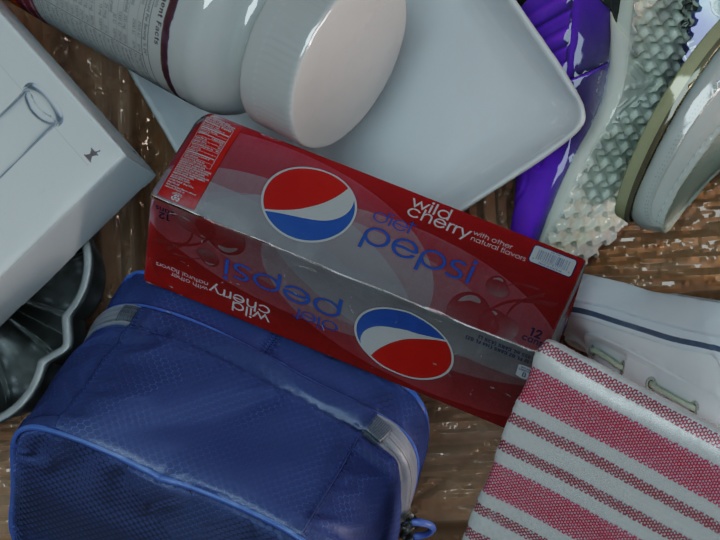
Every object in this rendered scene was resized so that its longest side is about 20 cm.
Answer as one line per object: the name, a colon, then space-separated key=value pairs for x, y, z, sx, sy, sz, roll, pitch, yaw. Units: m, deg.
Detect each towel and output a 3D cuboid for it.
towel: x=0.117 y=0.139 z=1.024 sx=0.146 sy=0.030 sz=0.201 roll=28 pitch=123 yaw=16

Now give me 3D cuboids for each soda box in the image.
soda box: x=0.000 y=0.000 z=1.067 sx=0.199 sy=0.070 sz=0.064 roll=23 pitch=54 yaw=8

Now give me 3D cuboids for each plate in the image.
plate: x=-0.007 y=-0.098 z=1.140 sx=0.199 sy=0.032 sz=0.200 roll=-37 pitch=73 yaw=21

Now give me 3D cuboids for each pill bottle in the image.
pill bottle: x=-0.082 y=-0.143 z=1.102 sx=0.200 sy=0.110 sz=0.110 roll=30 pitch=93 yaw=25

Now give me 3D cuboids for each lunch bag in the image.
lunch bag: x=-0.059 y=0.097 z=1.106 sx=0.199 sy=0.136 sz=0.133 roll=24 pitch=51 yaw=7

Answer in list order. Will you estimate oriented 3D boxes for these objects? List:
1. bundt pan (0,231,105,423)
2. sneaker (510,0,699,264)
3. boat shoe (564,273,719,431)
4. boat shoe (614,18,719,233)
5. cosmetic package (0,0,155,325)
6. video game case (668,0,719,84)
bundt pan: x=-0.218 y=0.000 z=1.163 sx=0.201 sy=0.076 sz=0.203 roll=-3 pitch=79 yaw=15
sneaker: x=0.102 y=-0.099 z=1.139 sx=0.099 sy=0.069 sz=0.201 roll=27 pitch=107 yaw=34
boat shoe: x=0.135 y=0.044 z=1.062 sx=0.073 sy=0.200 sz=0.067 roll=18 pitch=87 yaw=-15
boat shoe: x=0.201 y=-0.096 z=1.098 sx=0.068 sy=0.075 sz=0.200 roll=36 pitch=92 yaw=13
cosmetic package: x=-0.221 y=-0.069 z=1.111 sx=0.151 sy=0.052 sz=0.200 roll=-43 pitch=73 yaw=2
video game case: x=0.229 y=-0.162 z=1.143 sx=0.199 sy=0.019 sz=0.143 roll=-25 pitch=85 yaw=8
